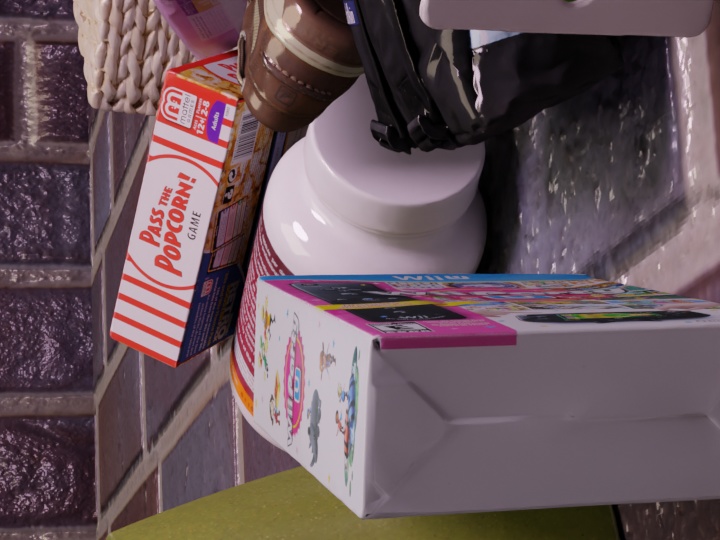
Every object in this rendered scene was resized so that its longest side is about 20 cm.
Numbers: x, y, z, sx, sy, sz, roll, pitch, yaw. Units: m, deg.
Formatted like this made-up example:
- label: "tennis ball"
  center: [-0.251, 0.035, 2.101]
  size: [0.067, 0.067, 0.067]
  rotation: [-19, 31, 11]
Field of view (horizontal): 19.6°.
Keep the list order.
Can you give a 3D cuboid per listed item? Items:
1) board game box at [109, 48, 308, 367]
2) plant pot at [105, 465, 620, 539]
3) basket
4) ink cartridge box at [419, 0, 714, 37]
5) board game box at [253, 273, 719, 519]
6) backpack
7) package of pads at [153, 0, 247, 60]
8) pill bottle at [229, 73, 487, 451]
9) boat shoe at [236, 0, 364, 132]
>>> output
- label: "board game box"
  center: [-0.053, -0.048, 1.142]
  size: [0.200, 0.046, 0.152]
  rotation: [-28, -43, -61]
- label: "plant pot"
  center: [-0.009, 0.157, 0.895]
  size: [0.187, 0.199, 0.188]
  rotation: [-179, 90, -76]
- label: "basket"
  center: [-0.110, -0.226, 1.435]
  size: [0.200, 0.160, 0.199]
  rotation: [-107, 23, -48]
- label: "ink cartridge box"
  center: [0.079, -0.185, 0.712]
  size: [0.067, 0.115, 0.201]
  rotation: [-112, 26, -56]
- label: "board game box"
  center: [0.048, 0.040, 0.768]
  size: [0.200, 0.147, 0.065]
  rotation: [-165, 75, -76]
- label: "backpack"
  center: [0.043, -0.163, 0.843]
  size: [0.201, 0.153, 0.163]
  rotation: [63, 172, -4]
- label: "package of pads"
  center: [-0.098, -0.198, 1.028]
  size: [0.121, 0.075, 0.200]
  rotation: [65, -177, 19]
- label: "pill bottle"
  center: [0.000, 0.000, 1.052]
  size: [0.200, 0.112, 0.113]
  rotation: [106, 160, -50]
- label: "boat shoe"
  center: [-0.025, -0.129, 0.998]
  size: [0.075, 0.075, 0.203]
  rotation: [-57, 7, 27]
